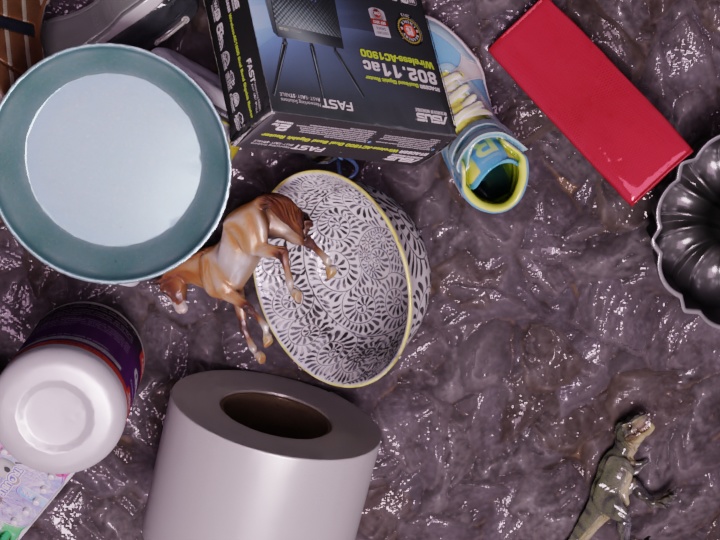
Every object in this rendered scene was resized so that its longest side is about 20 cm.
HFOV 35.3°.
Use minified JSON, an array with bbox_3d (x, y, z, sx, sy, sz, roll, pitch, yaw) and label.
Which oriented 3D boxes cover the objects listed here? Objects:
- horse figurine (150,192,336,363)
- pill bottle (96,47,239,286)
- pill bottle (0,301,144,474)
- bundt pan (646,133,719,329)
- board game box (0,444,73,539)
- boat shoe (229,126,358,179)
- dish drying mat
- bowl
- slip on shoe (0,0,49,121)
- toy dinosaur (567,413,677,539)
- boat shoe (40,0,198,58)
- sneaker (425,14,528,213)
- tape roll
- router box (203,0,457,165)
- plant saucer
[{"bbox_3d":[-0.101,-0.006,1.040,0.133,0.050,0.200,51,127,16],"label":"horse figurine"},{"bbox_3d":[-0.187,-0.091,1.022,0.112,0.112,0.200,31,100,-11],"label":"pill bottle"},{"bbox_3d":[-0.256,0.095,1.018,0.112,0.200,0.113,-1,104,-3],"label":"pill bottle"},{"bbox_3d":[0.367,-0.046,1.090,0.201,0.076,0.202,-1,104,-4],"label":"bundt pan"},{"bbox_3d":[-0.388,0.178,1.084,0.200,0.026,0.200,36,120,-11],"label":"board game box"},{"bbox_3d":[-0.036,-0.131,1.020,0.200,0.084,0.069,10,122,-37],"label":"boat shoe"},{"bbox_3d":[0.211,-0.158,1.047,0.077,0.018,0.200,-42,83,7],"label":"dish drying mat"},{"bbox_3d":[0.000,0.000,1.050,0.094,0.200,0.201,-17,110,-45],"label":"bowl"},{"bbox_3d":[-0.310,-0.216,0.981,0.060,0.076,0.201,-19,72,37],"label":"slip on shoe"},{"bbox_3d":[0.272,0.243,1.173,0.088,0.047,0.200,26,102,5],"label":"toy dinosaur"},{"bbox_3d":[-0.236,-0.202,1.014,0.200,0.076,0.060,-25,146,18],"label":"boat shoe"},{"bbox_3d":[0.095,-0.140,1.020,0.079,0.131,0.200,-31,103,5],"label":"sneaker"},{"bbox_3d":[-0.093,0.195,1.055,0.202,0.203,0.140,13,102,-7],"label":"tape roll"},{"bbox_3d":[-0.024,-0.173,0.939,0.200,0.062,0.150,1,68,-39],"label":"router box"},{"bbox_3d":[-0.207,-0.089,0.944,0.199,0.036,0.201,-1,105,-5],"label":"plant saucer"}]
